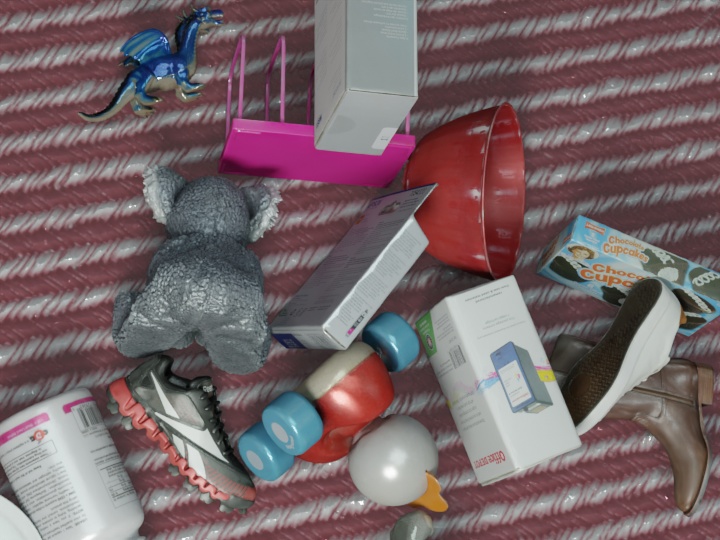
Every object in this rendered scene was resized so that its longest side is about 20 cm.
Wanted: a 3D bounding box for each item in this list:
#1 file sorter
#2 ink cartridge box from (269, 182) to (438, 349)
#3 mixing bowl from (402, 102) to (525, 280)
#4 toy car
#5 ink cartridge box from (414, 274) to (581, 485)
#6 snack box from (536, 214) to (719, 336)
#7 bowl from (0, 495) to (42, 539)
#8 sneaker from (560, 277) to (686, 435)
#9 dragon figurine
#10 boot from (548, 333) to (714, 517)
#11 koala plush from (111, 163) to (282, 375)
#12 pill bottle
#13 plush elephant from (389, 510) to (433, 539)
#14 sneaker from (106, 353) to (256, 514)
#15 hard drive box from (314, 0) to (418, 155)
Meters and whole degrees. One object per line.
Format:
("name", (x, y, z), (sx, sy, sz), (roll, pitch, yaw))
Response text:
("file sorter", (-0.050, -0.181, 1.771), (0.199, 0.139, 0.126), (5, 74, -11))
("ink cartridge box", (0.000, 0.000, 1.706), (0.043, 0.196, 0.200), (44, 75, -12))
("mixing bowl", (0.112, -0.086, 1.773), (0.108, 0.200, 0.201), (2, 75, 19))
("toy car", (0.011, 0.186, 1.668), (0.184, 0.177, 0.200), (-37, 83, -32))
("ink cartridge box", (0.147, 0.123, 1.738), (0.087, 0.145, 0.201), (-18, 81, -16))
("snack box", (0.313, 0.008, 1.812), (0.199, 0.116, 0.037), (22, 67, -6))
("bowl", (-0.414, 0.319, 1.607), (0.200, 0.090, 0.202), (2, 77, -11))
("sneaker", (0.296, 0.112, 1.759), (0.085, 0.073, 0.200), (40, 86, -36))
("dragon figurine", (-0.238, -0.231, 1.783), (0.199, 0.059, 0.100), (-22, 83, -16))
("boot", (0.296, 0.174, 1.801), (0.199, 0.064, 0.187), (11, 68, -10))
("koala plush", (-0.164, -0.017, 1.704), (0.176, 0.184, 0.201), (10, 64, -10))
("pill bottle", (-0.293, 0.234, 1.639), (0.113, 0.113, 0.201), (-23, 83, -15))
("plush elephant", (0.069, 0.376, 1.673), (0.165, 0.155, 0.201), (-40, 47, 20))
("sneaker", (-0.174, 0.169, 1.691), (0.200, 0.071, 0.098), (45, 95, 1))
("hard drive box", (0.003, -0.242, 1.646), (0.076, 0.156, 0.201), (5, 72, -13))
